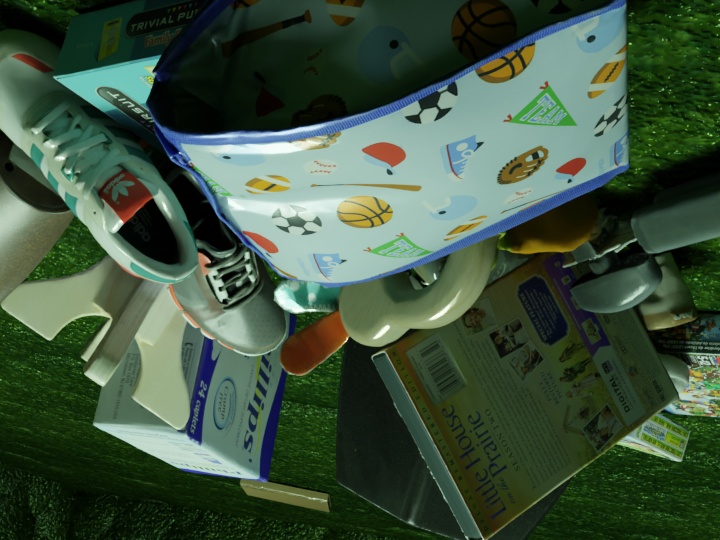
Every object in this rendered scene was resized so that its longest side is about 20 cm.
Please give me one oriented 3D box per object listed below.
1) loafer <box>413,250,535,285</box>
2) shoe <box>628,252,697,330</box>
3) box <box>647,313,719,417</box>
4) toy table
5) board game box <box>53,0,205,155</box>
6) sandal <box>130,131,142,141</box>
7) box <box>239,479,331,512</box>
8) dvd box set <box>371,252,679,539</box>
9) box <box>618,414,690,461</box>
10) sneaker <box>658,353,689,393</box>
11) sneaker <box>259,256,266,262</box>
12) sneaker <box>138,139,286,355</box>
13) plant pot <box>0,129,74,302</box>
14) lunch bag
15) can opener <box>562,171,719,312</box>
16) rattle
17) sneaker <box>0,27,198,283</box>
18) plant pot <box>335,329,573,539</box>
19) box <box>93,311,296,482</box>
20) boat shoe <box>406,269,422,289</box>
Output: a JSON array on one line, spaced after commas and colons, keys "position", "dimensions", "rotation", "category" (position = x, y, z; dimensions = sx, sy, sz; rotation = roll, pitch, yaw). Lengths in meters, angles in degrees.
[{"position": [0.092, -0.003, 0.904], "dimensions": [0.069, 0.076, 0.200], "rotation": [36, 178, 36], "category": "loafer"}, {"position": [0.201, 0.025, 0.932], "dimensions": [0.069, 0.054, 0.199], "rotation": [-19, 180, -24], "category": "shoe"}, {"position": [0.310, 0.090, 1.056], "dimensions": [0.134, 0.038, 0.200], "rotation": [2, 159, 29], "category": "box"}, {"position": [-0.197, 0.033, 0.965], "dimensions": [0.199, 0.118, 0.184], "rotation": [36, 172, -2], "category": "toy table"}, {"position": [-0.064, -0.113, 0.697], "dimensions": [0.197, 0.048, 0.150], "rotation": [-2, 156, 36], "category": "board game box"}, {"position": [-0.164, -0.054, 0.925], "dimensions": [0.074, 0.049, 0.200], "rotation": [-2, 156, 36], "category": "sandal"}, {"position": [-0.163, 0.497, 2.535], "dimensions": [0.196, 0.022, 0.164], "rotation": [11, 161, 4], "category": "box"}, {"position": [0.122, 0.077, 0.817], "dimensions": [0.198, 0.148, 0.029], "rotation": [-30, 180, -25], "category": "dvd box set"}, {"position": [0.236, 0.150, 1.212], "dimensions": [0.109, 0.035, 0.199], "rotation": [26, 170, -35], "category": "box"}, {"position": [0.187, 0.111, 0.953], "dimensions": [0.196, 0.090, 0.075], "rotation": [3, 168, -21], "category": "sneaker"}, {"position": [-0.057, -0.034, 0.862], "dimensions": [0.069, 0.084, 0.200], "rotation": [13, 162, -2], "category": "sneaker"}, {"position": [-0.112, -0.006, 0.866], "dimensions": [0.082, 0.077, 0.201], "rotation": [25, 152, 57], "category": "sneaker"}, {"position": [-0.296, -0.055, 0.847], "dimensions": [0.198, 0.190, 0.186], "rotation": [-20, 146, 33], "category": "plant pot"}, {"position": [0.015, -0.081, 0.535], "dimensions": [0.198, 0.125, 0.170], "rotation": [-28, 154, 4], "category": "lunch bag"}, {"position": [0.210, -0.025, 0.753], "dimensions": [0.067, 0.052, 0.199], "rotation": [56, 146, -4], "category": "can opener"}, {"position": [0.045, -0.002, 0.797], "dimensions": [0.142, 0.130, 0.201], "rotation": [-15, 147, -53], "category": "rattle"}, {"position": [-0.168, -0.071, 0.738], "dimensions": [0.201, 0.070, 0.093], "rotation": [56, 164, -25], "category": "sneaker"}, {"position": [0.088, 0.149, 1.068], "dimensions": [0.197, 0.180, 0.199], "rotation": [23, 174, -32], "category": "plant pot"}, {"position": [-0.155, 0.093, 1.128], "dimensions": [0.103, 0.187, 0.200], "rotation": [3, 160, 19], "category": "box"}, {"position": [0.000, 0.000, 0.952], "dimensions": [0.071, 0.069, 0.200], "rotation": [-30, -175, -4], "category": "boat shoe"}]
